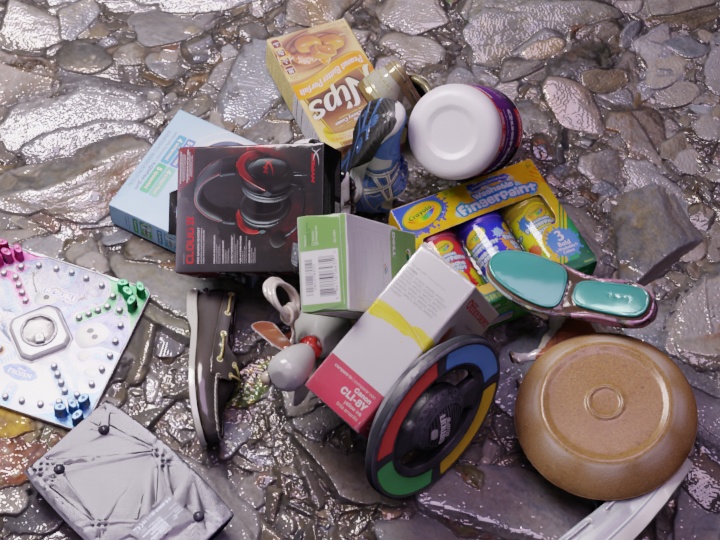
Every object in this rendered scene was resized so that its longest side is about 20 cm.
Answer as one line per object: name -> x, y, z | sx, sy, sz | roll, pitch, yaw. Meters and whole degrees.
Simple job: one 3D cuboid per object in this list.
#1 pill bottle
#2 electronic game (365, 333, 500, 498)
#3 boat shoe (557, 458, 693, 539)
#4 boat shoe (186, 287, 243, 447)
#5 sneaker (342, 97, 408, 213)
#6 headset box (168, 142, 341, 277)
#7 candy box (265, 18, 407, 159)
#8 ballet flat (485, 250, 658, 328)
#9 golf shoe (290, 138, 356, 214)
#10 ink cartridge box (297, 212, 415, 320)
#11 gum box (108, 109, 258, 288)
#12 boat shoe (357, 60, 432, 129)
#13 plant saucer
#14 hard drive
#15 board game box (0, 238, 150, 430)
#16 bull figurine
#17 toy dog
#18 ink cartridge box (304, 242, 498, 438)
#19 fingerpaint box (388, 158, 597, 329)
pill bottle -> 0.135, -0.171, 1.673 | 0.112, 0.200, 0.113 | 2, 98, 18
electronic game -> 0.079, 0.157, 1.459 | 0.200, 0.200, 0.042 | -39, 54, -25
boat shoe -> 0.279, 0.258, 1.483 | 0.201, 0.070, 0.071 | -40, 71, -22
boat shoe -> -0.163, 0.104, 1.549 | 0.060, 0.072, 0.202 | -5, 55, -2
sneaker -> 0.025, -0.137, 1.647 | 0.077, 0.200, 0.076 | 12, 59, -10
headset box -> -0.126, -0.067, 1.573 | 0.199, 0.075, 0.149 | 0, 85, 16
candy box -> -0.033, -0.229, 1.782 | 0.115, 0.055, 0.200 | -19, 60, -17
ballet flat -> 0.239, 0.032, 1.554 | 0.199, 0.071, 0.069 | 14, 66, 19
golf shoe -> -0.037, -0.064, 1.627 | 0.078, 0.094, 0.200 | -29, 87, -32
ink cartridge box -> 0.000, 0.000, 1.523 | 0.059, 0.200, 0.104 | -5, 84, 24
gum box -> -0.180, -0.091, 1.690 | 0.200, 0.045, 0.170 | 24, 59, 12
boat shoe -> 0.065, -0.220, 1.710 | 0.063, 0.201, 0.073 | -39, 70, 19
plant saucer -> 0.267, 0.150, 1.493 | 0.200, 0.035, 0.201 | -4, 61, 7
hard drive -> -0.248, 0.246, 1.470 | 0.200, 0.042, 0.135 | 38, 62, 19
board game box -> -0.373, 0.069, 1.586 | 0.199, 0.026, 0.200 | 17, 58, 7
bull figurine -> 0.246, 0.119, 1.574 | 0.121, 0.065, 0.200 | -23, 56, -10
toy dog -> -0.073, 0.082, 1.532 | 0.096, 0.200, 0.132 | -25, 79, 26
ink cartridge box -> 0.049, 0.084, 1.492 | 0.083, 0.145, 0.200 | 39, 89, 21
fingerpaint box -> 0.156, -0.025, 1.654 | 0.200, 0.073, 0.167 | -20, 61, -16
